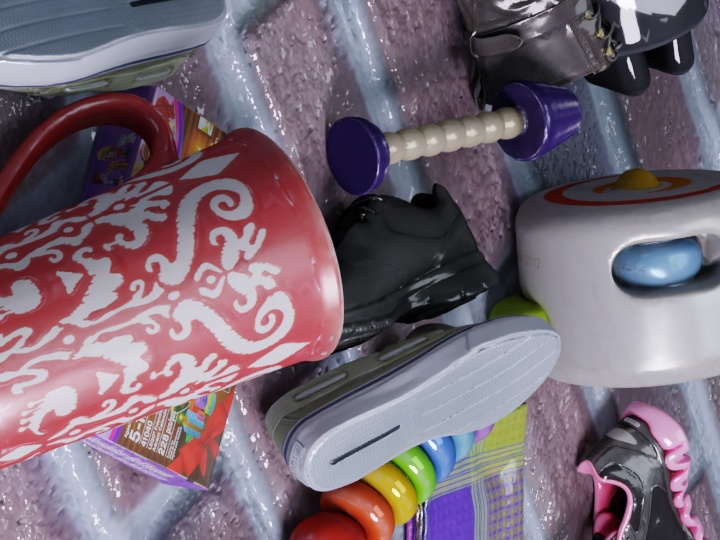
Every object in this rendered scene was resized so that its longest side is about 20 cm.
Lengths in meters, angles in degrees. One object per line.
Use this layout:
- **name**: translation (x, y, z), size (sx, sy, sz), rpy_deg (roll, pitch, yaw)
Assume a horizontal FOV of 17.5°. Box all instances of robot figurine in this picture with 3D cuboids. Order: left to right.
- **robot figurine**: translation (0.183, -0.230, 1.675), size (0.150, 0.124, 0.202), rpy_deg (-52, 132, -54)

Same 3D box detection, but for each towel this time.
- **towel**: translation (0.079, 0.199, 1.649), size (0.143, 0.023, 0.202), rpy_deg (-8, 99, -53)

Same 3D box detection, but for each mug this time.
- **mug**: translation (-0.137, 0.010, 1.243), size (0.199, 0.177, 0.134), rpy_deg (-23, 131, -25)

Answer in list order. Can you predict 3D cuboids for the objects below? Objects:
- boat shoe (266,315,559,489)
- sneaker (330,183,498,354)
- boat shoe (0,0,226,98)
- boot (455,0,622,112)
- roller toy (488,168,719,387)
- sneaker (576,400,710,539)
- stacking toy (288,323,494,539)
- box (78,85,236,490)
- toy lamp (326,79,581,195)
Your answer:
- **boat shoe**: translation (0.033, 0.070, 1.469), size (0.199, 0.062, 0.072), rpy_deg (-22, 134, -24)
- **sneaker**: translation (0.000, 0.000, 1.498), size (0.199, 0.076, 0.091), rpy_deg (-20, 86, -47)
- **boat shoe**: translation (-0.158, -0.121, 1.269), size (0.199, 0.072, 0.062), rpy_deg (-11, 145, -42)
- **boot**: translation (0.136, -0.212, 1.591), size (0.175, 0.199, 0.069), rpy_deg (57, 15, -31)
- **roller toy**: translation (0.204, -0.004, 1.671), size (0.199, 0.181, 0.141), rpy_deg (-19, 107, -51)
- **sneaker**: translation (0.218, 0.204, 1.811), size (0.095, 0.079, 0.201), rpy_deg (-33, 116, -29)
- **stacking toy**: translation (0.018, 0.129, 1.520), size (0.200, 0.085, 0.086), rpy_deg (-52, 131, -32)
- **box**: translation (-0.115, 0.012, 1.356), size (0.137, 0.039, 0.202), rpy_deg (32, 67, -49)
- **toy lamp**: translation (0.069, -0.091, 1.555), size (0.199, 0.058, 0.059), rpy_deg (-17, 106, -39)
